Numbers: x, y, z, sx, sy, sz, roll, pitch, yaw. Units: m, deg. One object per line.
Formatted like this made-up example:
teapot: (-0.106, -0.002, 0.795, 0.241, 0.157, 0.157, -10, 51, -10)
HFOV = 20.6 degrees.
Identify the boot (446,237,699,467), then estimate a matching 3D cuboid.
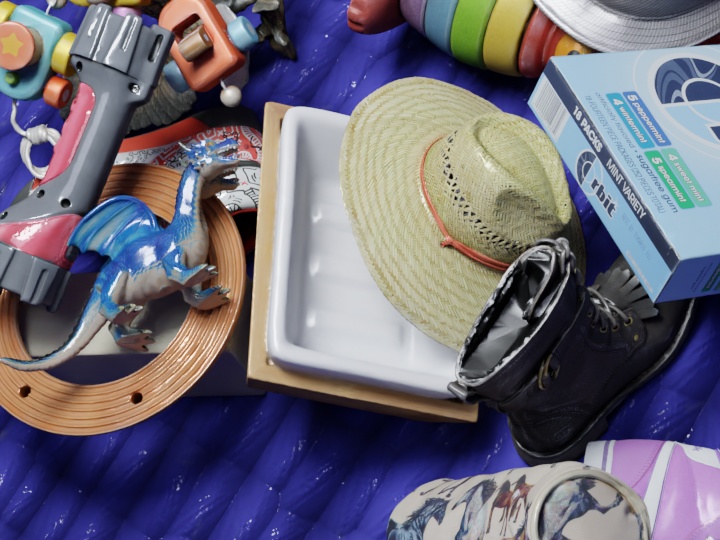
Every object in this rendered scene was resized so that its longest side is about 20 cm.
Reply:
boot: (0.137, 0.026, 1.222, 0.069, 0.174, 0.201, 28, 75, 28)

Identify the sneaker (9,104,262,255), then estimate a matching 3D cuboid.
sneaker: (-0.153, -0.037, 1.415, 0.200, 0.067, 0.109, -21, 57, 4)

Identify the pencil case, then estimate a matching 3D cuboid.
pencil case: (0.088, 0.160, 1.167, 0.078, 0.200, 0.090, 47, 65, -12)

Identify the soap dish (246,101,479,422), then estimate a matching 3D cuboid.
soap dish: (0.000, 0.000, 1.303, 0.156, 0.081, 0.202, 12, 61, -18)

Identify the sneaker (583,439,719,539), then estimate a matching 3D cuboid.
sneaker: (0.184, 0.194, 1.182, 0.113, 0.073, 0.202, 1, 64, 15)

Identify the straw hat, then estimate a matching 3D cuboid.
straw hat: (0.087, -0.051, 1.264, 0.085, 0.200, 0.203, -37, 44, 51)

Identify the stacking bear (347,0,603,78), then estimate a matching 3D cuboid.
stacking bear: (0.111, -0.182, 1.379, 0.199, 0.114, 0.122, 30, 113, 19)

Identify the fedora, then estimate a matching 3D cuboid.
fedora: (0.198, -0.245, 1.295, 0.199, 0.090, 0.177, -36, 70, -12)

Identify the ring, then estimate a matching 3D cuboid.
ring: (-0.169, 0.019, 1.332, 0.199, 0.019, 0.202, -8, 62, 15)

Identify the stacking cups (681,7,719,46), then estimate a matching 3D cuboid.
stacking cups: (0.223, -0.241, 1.367, 0.060, 0.061, 0.202, -11, 61, 13)

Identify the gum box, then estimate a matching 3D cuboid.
gum box: (0.229, -0.067, 1.252, 0.198, 0.045, 0.171, -8, 53, -30)

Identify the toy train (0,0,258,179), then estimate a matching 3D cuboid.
toy train: (-0.179, -0.152, 1.372, 0.199, 0.056, 0.151, -27, 85, 16)

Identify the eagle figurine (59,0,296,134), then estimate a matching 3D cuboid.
eagle figurine: (-0.150, -0.182, 1.460, 0.198, 0.151, 0.153, -6, 72, 4)

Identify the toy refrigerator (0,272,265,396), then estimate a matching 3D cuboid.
toy refrigerator: (-0.165, 0.042, 1.374, 0.198, 0.076, 0.071, -3, 63, 18)

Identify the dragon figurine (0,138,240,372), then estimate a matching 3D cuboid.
dragon figurine: (-0.150, -0.007, 1.293, 0.199, 0.059, 0.100, -31, 58, 0)

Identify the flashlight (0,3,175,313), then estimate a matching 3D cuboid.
flashlight: (-0.194, -0.076, 1.312, 0.068, 0.067, 0.202, 15, 84, 57)
